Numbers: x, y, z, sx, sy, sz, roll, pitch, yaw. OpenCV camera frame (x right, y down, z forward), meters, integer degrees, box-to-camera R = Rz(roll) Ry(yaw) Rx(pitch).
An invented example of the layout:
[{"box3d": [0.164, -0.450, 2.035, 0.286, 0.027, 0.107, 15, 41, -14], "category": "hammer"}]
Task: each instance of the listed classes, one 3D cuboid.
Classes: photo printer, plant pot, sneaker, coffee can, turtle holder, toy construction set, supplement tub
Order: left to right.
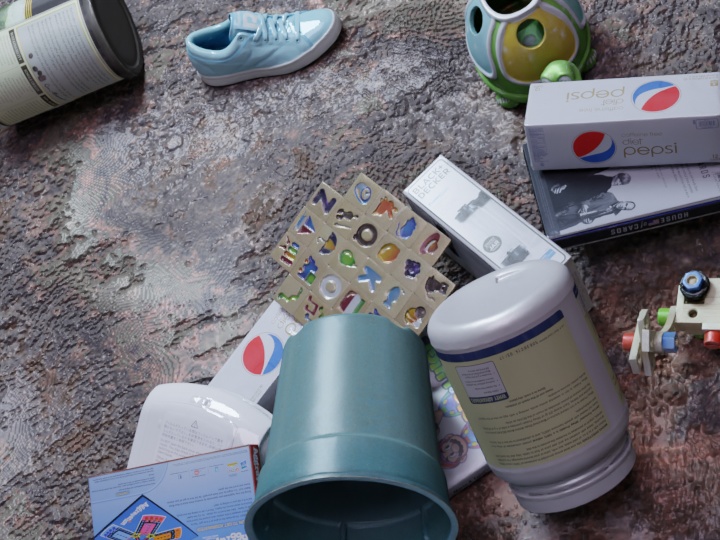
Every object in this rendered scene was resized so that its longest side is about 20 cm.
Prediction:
[{"box3d": [-0.402, -0.285, 1.812, 0.198, 0.147, 0.147, -20, 57, 12], "category": "coffee can"}, {"box3d": [-0.166, 0.220, 1.443, 0.165, 0.069, 0.202, 13, 89, 28], "category": "photo printer"}, {"box3d": [-0.124, -0.288, 1.735, 0.198, 0.082, 0.075, -18, 58, 13], "category": "sneaker"}, {"box3d": [-0.006, 0.162, 1.353, 0.198, 0.201, 0.197, -11, 51, 17], "category": "plant pot"}, {"box3d": [0.181, -0.256, 1.557, 0.140, 0.132, 0.187, -5, 61, 20], "category": "turtle holder"}, {"box3d": [0.163, 0.107, 1.304, 0.144, 0.201, 0.145, -24, 14, 6], "category": "supplement tub"}, {"box3d": [0.353, 0.064, 1.340, 0.198, 0.092, 0.132, 6, 65, 14], "category": "toy construction set"}]

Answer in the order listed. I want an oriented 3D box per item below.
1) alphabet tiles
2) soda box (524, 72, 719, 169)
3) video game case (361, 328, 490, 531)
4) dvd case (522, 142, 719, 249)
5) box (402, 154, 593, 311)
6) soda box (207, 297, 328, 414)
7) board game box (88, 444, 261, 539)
[{"box3d": [0.000, 0.000, 1.470, 0.200, 0.006, 0.167, 38, 96, 27], "category": "alphabet tiles"}, {"box3d": [0.272, -0.153, 1.440, 0.198, 0.064, 0.069, -1, 47, 16], "category": "soda box"}, {"box3d": [0.061, 0.143, 1.452, 0.181, 0.024, 0.201, -34, 55, 3], "category": "video game case"}, {"box3d": [0.278, -0.100, 1.460, 0.198, 0.025, 0.151, -13, 45, 5], "category": "dvd case"}, {"box3d": [0.142, -0.023, 1.455, 0.060, 0.117, 0.200, -45, 55, -6], "category": "box"}, {"box3d": [-0.074, 0.077, 1.522, 0.068, 0.064, 0.201, 31, 78, 33], "category": "soda box"}, {"box3d": [-0.183, 0.241, 1.398, 0.198, 0.019, 0.104, -14, 76, 25], "category": "board game box"}]
